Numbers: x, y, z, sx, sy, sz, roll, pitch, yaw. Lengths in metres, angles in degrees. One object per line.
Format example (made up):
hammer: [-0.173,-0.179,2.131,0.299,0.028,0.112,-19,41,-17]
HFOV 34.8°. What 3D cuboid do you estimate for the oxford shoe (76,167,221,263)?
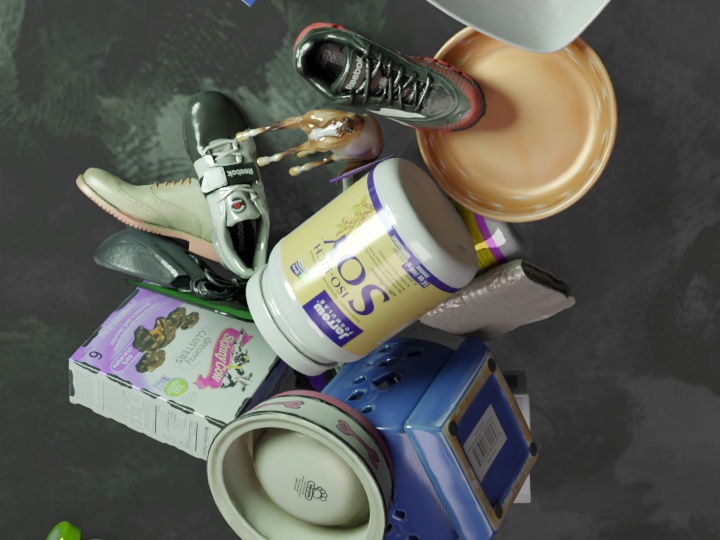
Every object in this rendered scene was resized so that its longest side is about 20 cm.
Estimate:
oxford shoe: [-0.207,-0.076,1.252,0.199,0.071,0.074,22,106,-18]

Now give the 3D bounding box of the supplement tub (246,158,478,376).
supplement tub: [0.000,0.000,1.135,0.200,0.146,0.145,-37,117,21]

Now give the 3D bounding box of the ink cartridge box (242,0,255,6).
ink cartridge box: [-0.145,-0.343,1.041,0.200,0.044,0.094,38,124,-23]

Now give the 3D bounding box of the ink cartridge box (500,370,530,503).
ink cartridge box: [0.134,0.213,1.453,0.161,0.057,0.201,-3,132,7]

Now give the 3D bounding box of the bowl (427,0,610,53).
bowl: [0.149,-0.304,0.999,0.199,0.075,0.200,19,122,-32]

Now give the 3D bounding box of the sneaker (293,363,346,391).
sneaker: [-0.072,0.071,1.343,0.099,0.070,0.201,-7,126,14]

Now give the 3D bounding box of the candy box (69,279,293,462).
candy box: [-0.195,0.109,1.287,0.199,0.168,0.072,20,130,13]

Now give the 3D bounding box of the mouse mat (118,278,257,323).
mouse mat: [-0.140,0.040,1.221,0.160,0.008,0.200,16,179,30]

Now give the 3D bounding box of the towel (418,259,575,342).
towel: [0.152,0.038,1.252,0.132,0.035,0.200,-25,161,22]

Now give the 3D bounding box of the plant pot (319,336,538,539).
plant pot: [0.073,0.194,1.265,0.179,0.200,0.201,-12,113,37]

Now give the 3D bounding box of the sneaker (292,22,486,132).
sneaker: [0.022,-0.179,1.091,0.199,0.098,0.071,22,105,6]

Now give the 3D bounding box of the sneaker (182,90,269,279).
sneaker: [-0.129,-0.087,1.188,0.074,0.088,0.201,-19,108,-13]

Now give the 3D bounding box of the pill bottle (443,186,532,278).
pill bottle: [0.077,-0.020,1.236,0.199,0.105,0.104,-24,122,21]

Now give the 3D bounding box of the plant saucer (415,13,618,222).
plant saucer: [0.153,-0.149,1.126,0.199,0.037,0.202,4,103,18]

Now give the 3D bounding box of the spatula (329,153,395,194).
spatula: [-0.019,-0.076,1.203,0.056,0.021,0.200,-23,166,-25]

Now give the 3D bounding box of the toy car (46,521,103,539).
toy car: [-0.409,0.490,1.617,0.158,0.201,0.164,-37,117,28]

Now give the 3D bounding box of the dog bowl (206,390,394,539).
dog bowl: [-0.054,0.210,1.173,0.199,0.074,0.201,11,120,19]

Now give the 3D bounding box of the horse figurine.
horse figurine: [-0.029,-0.128,1.147,0.132,0.050,0.200,-14,170,23]

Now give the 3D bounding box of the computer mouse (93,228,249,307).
computer mouse: [-0.204,-0.009,1.270,0.199,0.138,0.053,16,91,24]
